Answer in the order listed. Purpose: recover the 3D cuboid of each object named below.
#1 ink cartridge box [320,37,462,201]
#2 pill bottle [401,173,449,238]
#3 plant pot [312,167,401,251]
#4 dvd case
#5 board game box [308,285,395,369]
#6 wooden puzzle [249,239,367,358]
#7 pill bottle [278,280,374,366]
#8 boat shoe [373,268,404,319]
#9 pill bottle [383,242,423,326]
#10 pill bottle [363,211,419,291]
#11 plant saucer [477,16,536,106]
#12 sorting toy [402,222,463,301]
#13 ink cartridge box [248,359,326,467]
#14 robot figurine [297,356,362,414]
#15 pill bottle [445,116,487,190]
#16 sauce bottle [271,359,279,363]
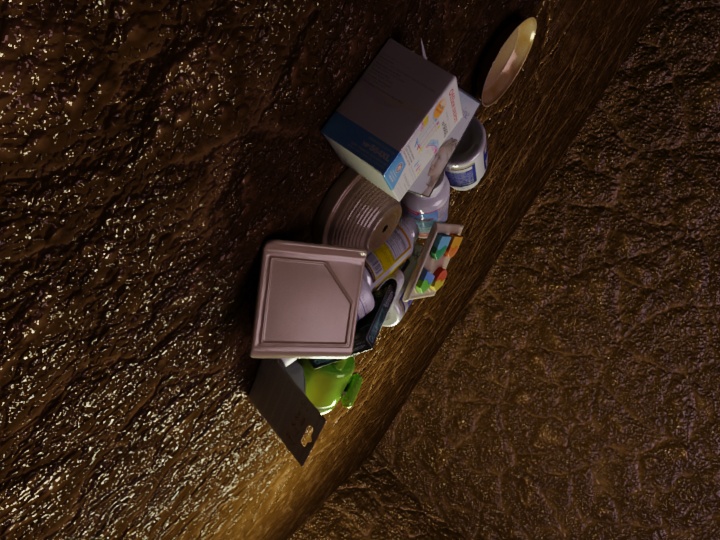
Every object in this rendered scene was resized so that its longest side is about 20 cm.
[{"bbox_3d":[0.060,-0.236,0.877,0.201,0.125,0.129,-53,162,0],"label":"ink cartridge box"},{"bbox_3d":[0.138,-0.157,1.244,0.109,0.108,0.200,-49,161,-12],"label":"pill bottle"},{"bbox_3d":[0.011,-0.101,1.056,0.201,0.092,0.201,-45,161,-21],"label":"plant pot"},{"bbox_3d":[0.130,-0.231,1.020,0.142,0.018,0.201,6,117,-52],"label":"dvd case"},{"bbox_3d":[-0.013,0.108,1.136,0.135,0.028,0.200,-24,-161,26],"label":"board game box"},{"bbox_3d":[-0.087,0.052,0.960,0.184,0.037,0.202,5,102,-27],"label":"wooden puzzle"},{"bbox_3d":[-0.085,0.080,1.058,0.200,0.120,0.120,-37,158,-16],"label":"pill bottle"},{"bbox_3d":[0.034,0.087,1.254,0.201,0.072,0.069,-55,180,20],"label":"boat shoe"},{"bbox_3d":[0.086,0.025,1.389,0.200,0.119,0.120,-53,165,-36],"label":"pill bottle"},{"bbox_3d":[0.036,-0.041,1.200,0.200,0.109,0.110,-41,159,-33],"label":"pill bottle"},{"bbox_3d":[0.308,-0.455,1.242,0.200,0.035,0.201,-46,160,-22],"label":"plant saucer"},{"bbox_3d":[0.174,-0.018,1.309,0.200,0.036,0.186,-9,123,-63],"label":"sorting toy"},{"bbox_3d":[-0.142,0.274,1.181,0.050,0.200,0.162,-20,144,-46],"label":"ink cartridge box"},{"bbox_3d":[-0.084,0.225,1.225,0.116,0.174,0.201,-63,179,-60],"label":"robot figurine"},{"bbox_3d":[0.218,-0.250,1.258,0.120,0.119,0.200,-53,162,-1],"label":"pill bottle"},{"bbox_3d":[-0.111,0.106,1.171,0.200,0.065,0.065,-45,160,-29],"label":"sauce bottle"}]
